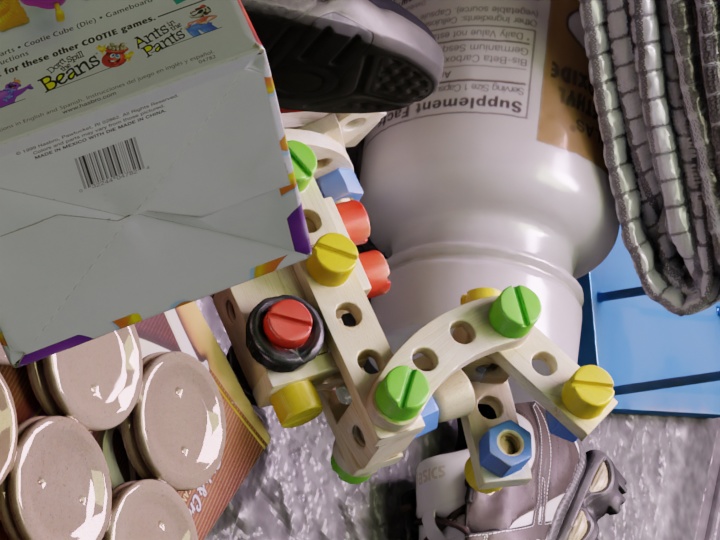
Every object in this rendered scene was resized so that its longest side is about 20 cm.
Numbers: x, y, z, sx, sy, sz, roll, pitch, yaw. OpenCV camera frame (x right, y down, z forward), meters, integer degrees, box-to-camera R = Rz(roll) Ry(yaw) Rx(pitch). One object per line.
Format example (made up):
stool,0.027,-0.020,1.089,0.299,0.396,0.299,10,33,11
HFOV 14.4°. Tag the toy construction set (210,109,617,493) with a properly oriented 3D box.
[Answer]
toy construction set,0.000,0.000,1.104,0.131,0.092,0.200,-15,54,-24

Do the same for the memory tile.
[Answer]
memory tile,-0.108,0.096,0.936,0.153,0.017,0.200,39,52,-45

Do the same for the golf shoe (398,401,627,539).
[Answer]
golf shoe,0.044,0.130,1.209,0.095,0.078,0.200,49,38,-22

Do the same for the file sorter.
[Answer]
file sorter,0.184,-0.034,1.400,0.139,0.123,0.200,6,77,-54

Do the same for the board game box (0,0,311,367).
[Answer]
board game box,-0.102,-0.088,0.909,0.103,0.105,0.200,77,-9,-53

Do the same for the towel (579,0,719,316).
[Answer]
towel,0.167,-0.092,1.226,0.166,0.085,0.200,-24,106,-62

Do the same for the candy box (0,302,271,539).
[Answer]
candy box,-0.115,0.078,0.992,0.117,0.056,0.200,63,39,-24

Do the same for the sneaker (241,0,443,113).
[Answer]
sneaker,-0.053,-0.131,1.082,0.199,0.076,0.114,18,60,-22

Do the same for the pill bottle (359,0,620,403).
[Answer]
pill bottle,0.058,-0.051,1.226,0.114,0.114,0.200,35,54,-46
